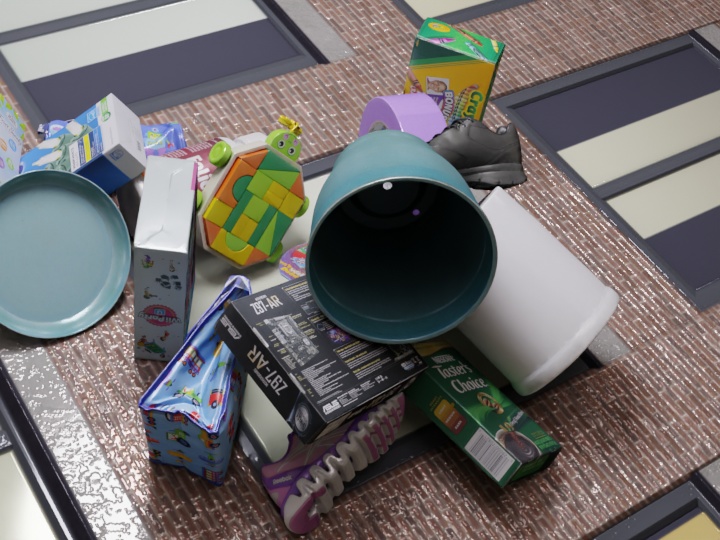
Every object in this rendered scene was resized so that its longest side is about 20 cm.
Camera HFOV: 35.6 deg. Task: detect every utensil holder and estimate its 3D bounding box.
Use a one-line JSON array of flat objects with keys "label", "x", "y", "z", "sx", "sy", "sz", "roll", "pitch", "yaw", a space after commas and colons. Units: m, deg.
[{"label": "utensil holder", "x": 0.184, "y": 0.022, "z": 1.359, "sx": 0.200, "sy": 0.170, "sz": 0.170, "roll": 45, "pitch": 52, "yaw": -1}]

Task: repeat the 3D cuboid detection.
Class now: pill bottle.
[{"label": "pill bottle", "x": -0.208, "y": -0.109, "z": 1.473, "sx": 0.199, "sy": 0.114, "sz": 0.114, "roll": -22, "pitch": 56, "yaw": -27}]

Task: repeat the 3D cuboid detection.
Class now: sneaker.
[{"label": "sneaker", "x": -0.034, "y": 0.193, "z": 1.252, "sx": 0.088, "sy": 0.081, "sz": 0.200, "roll": 33, "pitch": 65, "yaw": 31}, {"label": "sneaker", "x": 0.110, "y": -0.143, "z": 1.371, "sx": 0.199, "sy": 0.076, "sz": 0.091, "roll": -3, "pitch": 90, "yaw": -28}]

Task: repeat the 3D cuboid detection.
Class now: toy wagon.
[{"label": "toy wagon", "x": -0.132, "y": -0.104, "z": 1.429, "sx": 0.040, "sy": 0.155, "sz": 0.200, "roll": 31, "pitch": 89, "yaw": 51}]

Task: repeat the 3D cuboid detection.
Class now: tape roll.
[{"label": "tape roll", "x": 0.059, "y": -0.133, "z": 1.491, "sx": 0.065, "sy": 0.201, "sz": 0.201, "roll": -9, "pitch": 51, "yaw": -18}]

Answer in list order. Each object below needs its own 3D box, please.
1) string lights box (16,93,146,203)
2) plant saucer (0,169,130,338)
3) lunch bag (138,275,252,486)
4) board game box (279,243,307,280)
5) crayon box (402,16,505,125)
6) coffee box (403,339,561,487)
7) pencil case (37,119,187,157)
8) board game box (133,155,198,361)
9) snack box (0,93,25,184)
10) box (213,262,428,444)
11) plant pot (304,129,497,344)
[{"label": "string lights box", "x": -0.367, "y": -0.123, "z": 1.414, "sx": 0.200, "sy": 0.059, "sz": 0.103, "roll": -32, "pitch": 46, "yaw": 13}, {"label": "plant saucer", "x": -0.374, "y": -0.020, "z": 1.343, "sx": 0.200, "sy": 0.201, "sz": 0.027, "roll": -26, "pitch": 15, "yaw": -30}, {"label": "lunch bag", "x": -0.157, "y": 0.110, "z": 1.241, "sx": 0.094, "sy": 0.151, "sz": 0.201, "roll": 19, "pitch": 59, "yaw": 6}, {"label": "board game box", "x": 0.000, "y": 0.000, "z": 1.372, "sx": 0.200, "sy": 0.039, "sz": 0.158, "roll": 32, "pitch": 31, "yaw": 29}, {"label": "crayon box", "x": 0.123, "y": -0.250, "z": 1.609, "sx": 0.118, "sy": 0.200, "sz": 0.058, "roll": 20, "pitch": 47, "yaw": 7}, {"label": "coffee box", "x": 0.130, "y": 0.162, "z": 1.313, "sx": 0.200, "sy": 0.044, "sz": 0.123, "roll": 43, "pitch": 22, "yaw": 25}, {"label": "pencil case", "x": -0.333, "y": -0.164, "z": 1.521, "sx": 0.199, "sy": 0.078, "sz": 0.087, "roll": -2, "pitch": 72, "yaw": -14}, {"label": "board game box", "x": -0.229, "y": -0.011, "z": 1.324, "sx": 0.064, "sy": 0.200, "sz": 0.148, "roll": 6, "pitch": 48, "yaw": -6}, {"label": "snack box", "x": -0.517, "y": -0.112, "z": 1.404, "sx": 0.168, "sy": 0.068, "sz": 0.201, "roll": -17, "pitch": 47, "yaw": 10}, {"label": "box", "x": -0.038, "y": 0.082, "z": 1.197, "sx": 0.160, "sy": 0.044, "sz": 0.200, "roll": 49, "pitch": 34, "yaw": 13}, {"label": "plant pot", "x": 0.037, "y": -0.054, "z": 1.230, "sx": 0.199, "sy": 0.201, "sz": 0.188, "roll": 5, "pitch": 31, "yaw": -7}]
